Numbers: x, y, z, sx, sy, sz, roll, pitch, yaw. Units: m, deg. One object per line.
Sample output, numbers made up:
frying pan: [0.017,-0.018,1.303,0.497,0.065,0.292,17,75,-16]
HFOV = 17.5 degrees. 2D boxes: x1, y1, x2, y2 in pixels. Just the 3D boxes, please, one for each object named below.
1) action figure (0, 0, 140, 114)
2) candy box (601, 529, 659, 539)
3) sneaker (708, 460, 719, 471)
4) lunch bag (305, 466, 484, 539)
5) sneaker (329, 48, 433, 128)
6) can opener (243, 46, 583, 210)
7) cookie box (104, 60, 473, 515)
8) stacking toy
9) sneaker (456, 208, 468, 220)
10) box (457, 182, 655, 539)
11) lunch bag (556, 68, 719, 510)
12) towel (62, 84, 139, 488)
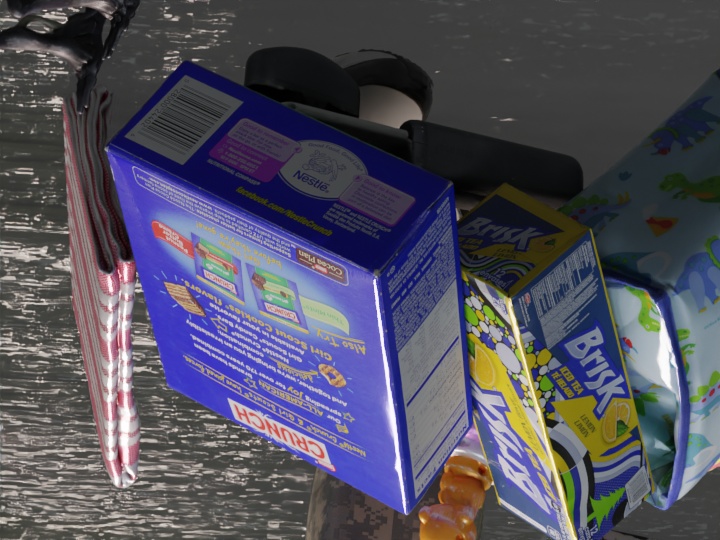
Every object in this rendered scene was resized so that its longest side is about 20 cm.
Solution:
action figure: [-0.218,-0.148,1.205,0.200,0.102,0.119,18,146,-20]
candy box: [0.239,0.263,1.675,0.200,0.061,0.136,12,136,-13]
sneaker: [0.205,0.102,1.499,0.200,0.078,0.090,-10,145,20]
lunch bag: [0.018,0.204,1.535,0.117,0.164,0.200,8,138,-3]
sneaker: [-0.032,-0.048,1.327,0.074,0.080,0.200,33,127,-27]
can opener: [0.029,-0.076,1.254,0.200,0.067,0.053,11,162,-31]
cookie box: [-0.032,0.011,1.216,0.171,0.075,0.200,26,147,25]
stacking toy: [0.078,0.082,1.362,0.116,0.200,0.110,38,152,-30]
sneaker: [0.000,0.000,1.379,0.089,0.079,0.200,16,135,-20]
box: [0.098,0.056,1.252,0.064,0.070,0.200,-37,133,-22]
lunch bag: [0.198,0.016,1.309,0.170,0.127,0.200,-40,133,-20]
towel: [-0.144,0.011,1.344,0.030,0.147,0.200,-7,139,-11]
